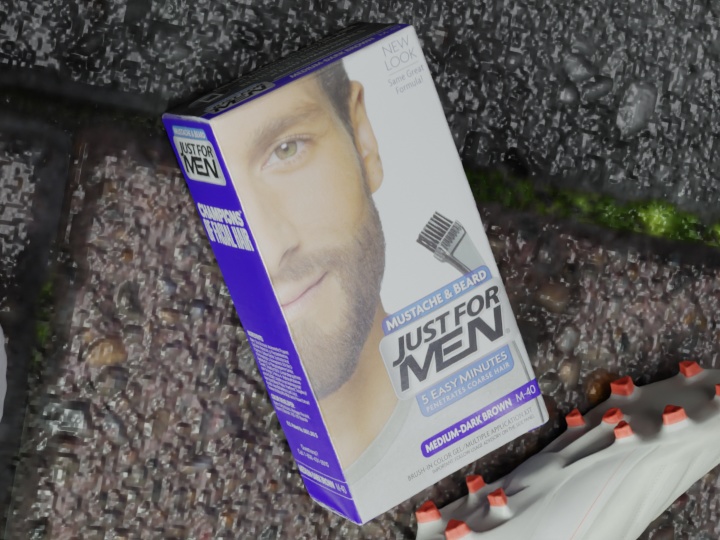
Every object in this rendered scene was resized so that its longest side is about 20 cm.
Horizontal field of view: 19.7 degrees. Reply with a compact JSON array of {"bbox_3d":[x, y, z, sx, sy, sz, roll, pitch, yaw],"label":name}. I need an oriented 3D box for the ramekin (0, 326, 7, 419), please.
[{"bbox_3d":[-0.228,0.041,0.789,0.201,0.094,0.204,-15,119,-28],"label":"ramekin"}]

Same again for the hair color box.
[{"bbox_3d":[0.000,0.000,0.944,0.109,0.065,0.201,-27,106,-20],"label":"hair color box"}]

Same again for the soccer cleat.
[{"bbox_3d":[0.116,0.113,1.019,0.199,0.069,0.078,-28,113,-13],"label":"soccer cleat"}]
